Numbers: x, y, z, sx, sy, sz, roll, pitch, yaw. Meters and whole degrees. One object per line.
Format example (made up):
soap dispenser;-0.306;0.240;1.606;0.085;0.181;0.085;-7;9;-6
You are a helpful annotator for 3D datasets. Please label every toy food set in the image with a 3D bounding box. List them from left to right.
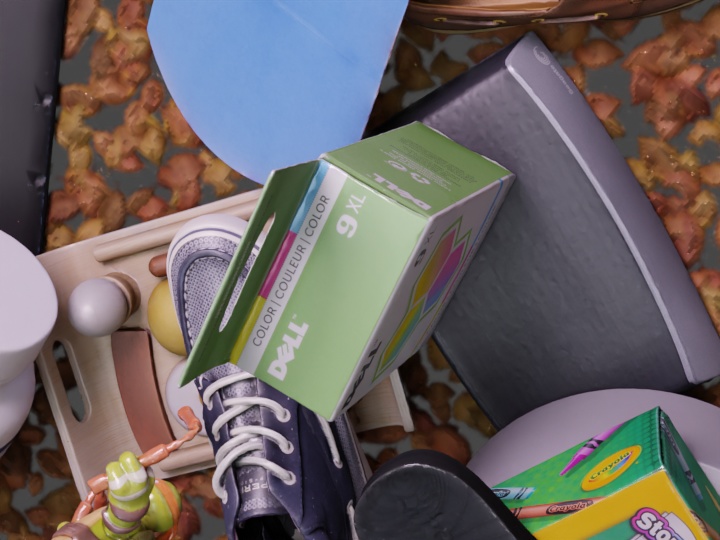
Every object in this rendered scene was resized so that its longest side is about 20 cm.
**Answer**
toy food set;-0.079;0.040;0.917;0.199;0.060;0.144;-15;97;19

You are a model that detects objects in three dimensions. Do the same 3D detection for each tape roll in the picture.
tape roll;0.135;0.162;0.857;0.199;0.066;0.201;3;114;7

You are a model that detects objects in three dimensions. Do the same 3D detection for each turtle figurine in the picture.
turtle figurine;-0.146;0.150;0.849;0.065;0.161;0.200;54;149;4

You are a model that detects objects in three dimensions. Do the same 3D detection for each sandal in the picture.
sandal;0.077;0.161;0.738;0.200;0.048;0.075;38;114;-6

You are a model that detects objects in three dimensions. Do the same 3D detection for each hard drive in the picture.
hard drive;0.085;-0.004;0.870;0.135;0.042;0.201;-30;93;20

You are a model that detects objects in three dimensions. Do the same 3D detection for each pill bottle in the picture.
pill bottle;-0.244;0.070;0.916;0.120;0.120;0.200;41;124;4

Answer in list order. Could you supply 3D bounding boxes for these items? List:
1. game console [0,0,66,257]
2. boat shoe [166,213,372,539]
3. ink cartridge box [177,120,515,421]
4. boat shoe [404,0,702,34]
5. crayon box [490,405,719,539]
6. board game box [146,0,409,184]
game console;-0.270;-0.092;0.966;0.175;0.116;0.201;21;109;42
boat shoe;-0.047;0.075;0.849;0.074;0.093;0.201;-20;107;19
ink cartridge box;0.000;0.000;0.766;0.059;0.200;0.104;30;108;11
boat shoe;0.106;-0.151;0.819;0.199;0.068;0.072;-9;99;17
crayon box;0.138;0.176;0.794;0.118;0.058;0.200;-29;106;19
board game box;-0.031;-0.141;0.861;0.158;0.039;0.201;40;129;27
